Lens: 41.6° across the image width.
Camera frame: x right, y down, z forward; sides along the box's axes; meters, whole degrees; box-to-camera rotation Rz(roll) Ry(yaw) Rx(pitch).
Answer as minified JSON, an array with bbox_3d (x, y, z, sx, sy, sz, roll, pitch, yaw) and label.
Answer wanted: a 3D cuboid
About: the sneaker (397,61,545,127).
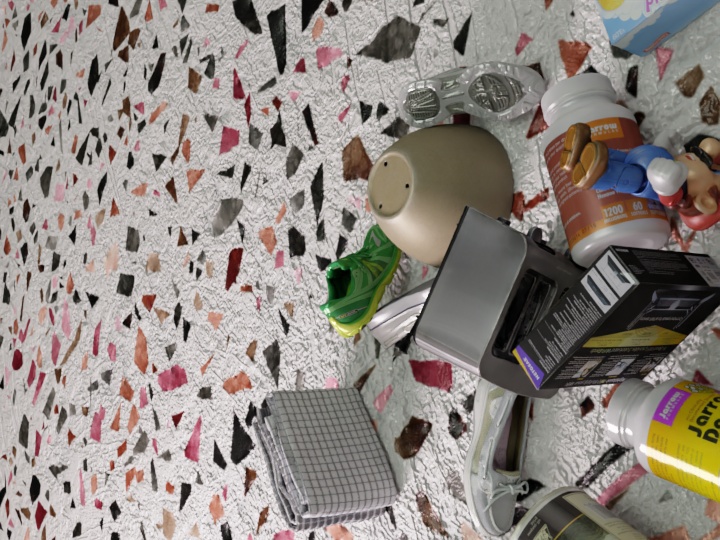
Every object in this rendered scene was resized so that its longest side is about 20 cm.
[{"bbox_3d":[0.152,-0.244,1.254,0.198,0.099,0.079,1,115,27],"label":"sneaker"}]

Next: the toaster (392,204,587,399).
[{"bbox_3d":[0.166,0.046,1.098,0.118,0.180,0.202,26,92,46],"label":"toaster"}]

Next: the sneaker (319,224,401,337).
[{"bbox_3d":[0.000,0.000,1.356,0.074,0.083,0.201,-28,29,44],"label":"sneaker"}]

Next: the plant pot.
[{"bbox_3d":[0.086,-0.106,1.271,0.199,0.133,0.203,-8,79,50],"label":"plant pot"}]

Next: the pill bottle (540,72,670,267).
[{"bbox_3d":[0.269,-0.114,1.071,0.112,0.111,0.203,-31,63,43],"label":"pill bottle"}]

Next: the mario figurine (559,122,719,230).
[{"bbox_3d":[0.310,-0.114,0.963,0.106,0.197,0.125,129,147,-58],"label":"mario figurine"}]

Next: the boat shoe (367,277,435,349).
[{"bbox_3d":[0.086,0.058,1.306,0.199,0.072,0.066,-30,92,39],"label":"boat shoe"}]

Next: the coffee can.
[{"bbox_3d":[0.266,0.343,0.995,0.199,0.145,0.148,32,110,47],"label":"coffee can"}]

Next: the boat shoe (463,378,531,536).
[{"bbox_3d":[0.177,0.227,1.173,0.064,0.074,0.205,-5,74,48],"label":"boat shoe"}]

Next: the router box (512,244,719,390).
[{"bbox_3d":[0.275,0.051,0.977,0.158,0.198,0.053,-53,53,30],"label":"router box"}]

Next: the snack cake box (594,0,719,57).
[{"bbox_3d":[0.351,-0.343,1.036,0.199,0.067,0.116,-36,58,42],"label":"snack cake box"}]

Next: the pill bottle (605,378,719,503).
[{"bbox_3d":[0.348,0.171,0.949,0.199,0.103,0.106,17,98,49],"label":"pill bottle"}]

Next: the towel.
[{"bbox_3d":[-0.057,0.272,1.375,0.086,0.164,0.201,-55,48,38],"label":"towel"}]
